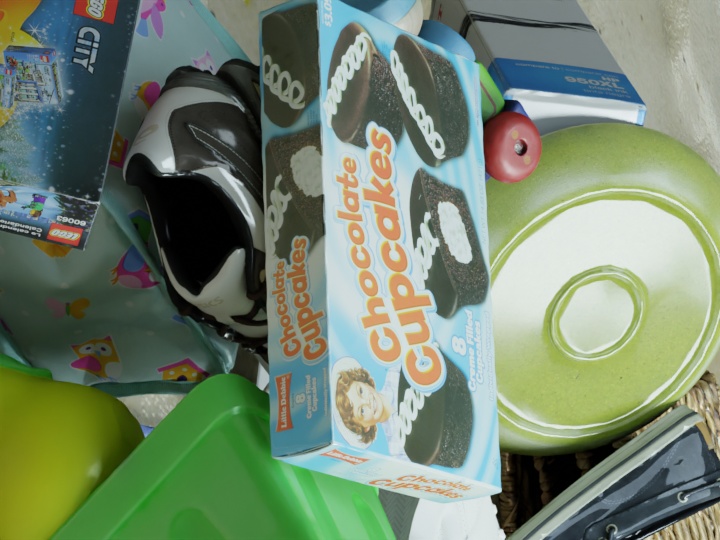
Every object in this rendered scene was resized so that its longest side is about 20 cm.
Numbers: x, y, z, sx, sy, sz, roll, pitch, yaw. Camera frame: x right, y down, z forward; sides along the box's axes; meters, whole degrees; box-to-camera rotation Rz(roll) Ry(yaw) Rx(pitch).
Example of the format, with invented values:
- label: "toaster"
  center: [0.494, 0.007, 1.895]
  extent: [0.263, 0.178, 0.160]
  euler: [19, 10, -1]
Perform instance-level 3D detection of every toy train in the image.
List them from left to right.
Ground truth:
- label: "toy train"
  center: [-0.014, -0.041, 1.257]
  extent: [0.200, 0.085, 0.116]
  euler: [-48, 120, -25]

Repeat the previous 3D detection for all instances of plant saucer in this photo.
- label: "plant saucer"
  center: [0.122, 0.019, 1.449]
  extent: [0.200, 0.200, 0.031]
  euler: [56, -3, -33]

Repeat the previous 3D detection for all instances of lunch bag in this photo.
- label: "lunch bag"
  center: [-0.128, -0.060, 1.234]
  extent: [0.200, 0.122, 0.170]
  euler: [56, 34, -43]

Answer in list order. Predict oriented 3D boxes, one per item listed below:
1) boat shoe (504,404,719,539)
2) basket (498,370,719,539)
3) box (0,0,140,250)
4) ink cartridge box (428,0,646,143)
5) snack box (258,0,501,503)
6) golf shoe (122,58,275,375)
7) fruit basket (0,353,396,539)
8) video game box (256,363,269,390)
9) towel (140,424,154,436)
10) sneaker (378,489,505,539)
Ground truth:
- label: "boat shoe"
  center: [0.120, 0.150, 1.463]
  extent: [0.200, 0.075, 0.062]
  euler: [-35, 83, -19]
- label: "basket"
  center: [0.141, 0.166, 1.604]
  extent: [0.149, 0.143, 0.200]
  euler: [-6, 84, -59]
- label: "box"
  center: [-0.162, -0.113, 1.128]
  extent: [0.137, 0.038, 0.200]
  euler: [14, 55, -10]
- label: "ink cartridge box"
  center: [0.088, -0.069, 1.534]
  extent: [0.200, 0.084, 0.145]
  euler: [-109, -154, -63]
- label: "snack box"
  center: [0.009, -0.008, 1.155]
  extent: [0.116, 0.037, 0.200]
  euler: [19, 62, -48]
- label: "golf shoe"
  center: [-0.045, 0.010, 1.174]
  extent: [0.200, 0.078, 0.094]
  euler: [60, 38, -15]
- label: "fruit basket"
  center: [-0.103, 0.124, 1.168]
  extent: [0.156, 0.216, 0.216]
  euler: [36, 47, -51]
- label: "video game box"
  center: [0.000, 0.000, 1.420]
  extent: [0.182, 0.047, 0.200]
  euler: [-15, 114, -69]
- label: "towel"
  center: [-0.080, 0.177, 1.316]
  extent: [0.147, 0.024, 0.200]
  euler: [19, 61, -58]
- label: "sneaker"
  center: [0.051, 0.139, 1.365]
  extent: [0.116, 0.074, 0.200]
  euler: [29, 60, -35]
